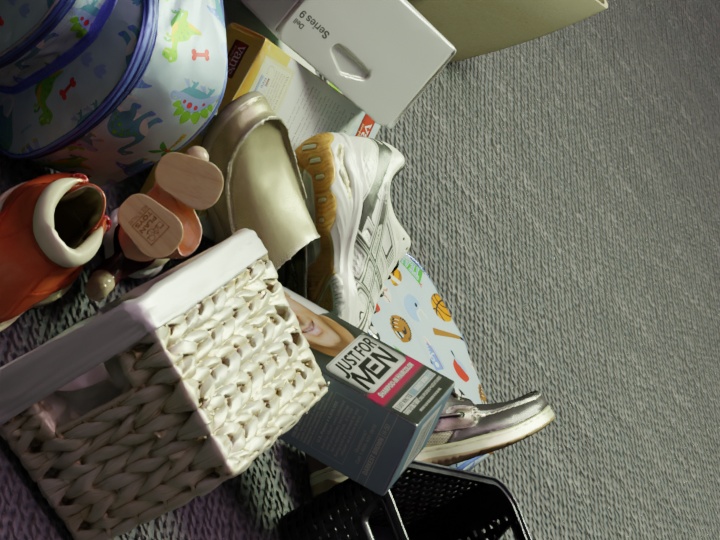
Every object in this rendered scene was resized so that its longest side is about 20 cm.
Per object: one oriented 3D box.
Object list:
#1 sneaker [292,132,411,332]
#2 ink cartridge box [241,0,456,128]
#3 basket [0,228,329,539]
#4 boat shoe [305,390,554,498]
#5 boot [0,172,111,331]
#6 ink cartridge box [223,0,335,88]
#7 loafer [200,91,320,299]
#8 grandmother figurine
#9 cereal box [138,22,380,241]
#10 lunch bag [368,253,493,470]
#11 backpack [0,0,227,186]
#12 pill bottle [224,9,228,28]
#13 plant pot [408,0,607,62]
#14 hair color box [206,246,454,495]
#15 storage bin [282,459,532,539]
[{"bbox_3d":[0.000,0.000,1.647,0.087,0.075,0.201,-2,98,-33],"label":"sneaker"},{"bbox_3d":[-0.036,-0.213,1.698,0.146,0.084,0.200,36,8,-41],"label":"ink cartridge box"},{"bbox_3d":[-0.122,0.072,1.387,0.124,0.135,0.200,61,22,-3],"label":"basket"},{"bbox_3d":[0.049,0.114,1.643,0.199,0.072,0.065,-15,85,-21],"label":"boat shoe"},{"bbox_3d":[-0.189,-0.025,1.405,0.075,0.107,0.200,52,22,-10],"label":"boot"},{"bbox_3d":[-0.101,-0.175,1.810,0.200,0.076,0.148,22,41,-57],"label":"ink cartridge box"},{"bbox_3d":[-0.066,-0.037,1.588,0.076,0.068,0.201,-40,143,-33],"label":"loafer"},{"bbox_3d":[-0.138,-0.026,1.477,0.061,0.121,0.200,49,-10,-2],"label":"grandmother figurine"},{"bbox_3d":[-0.070,-0.082,1.656,0.039,0.144,0.200,27,-2,29],"label":"cereal box"},{"bbox_3d":[0.023,0.077,1.752,0.201,0.075,0.160,61,26,6],"label":"lunch bag"},{"bbox_3d":[-0.187,-0.168,1.495,0.147,0.183,0.201,18,52,-46],"label":"backpack"},{"bbox_3d":[-0.165,-0.203,1.662,0.114,0.114,0.201,11,51,-60],"label":"pill bottle"},{"bbox_3d":[0.103,-0.329,2.285,0.200,0.177,0.201,25,39,-52],"label":"plant pot"},{"bbox_3d":[-0.045,0.066,1.523,0.199,0.061,0.099,28,21,9],"label":"hair color box"},{"bbox_3d":[0.047,0.220,1.597,0.200,0.094,0.136,18,46,-56],"label":"storage bin"}]
